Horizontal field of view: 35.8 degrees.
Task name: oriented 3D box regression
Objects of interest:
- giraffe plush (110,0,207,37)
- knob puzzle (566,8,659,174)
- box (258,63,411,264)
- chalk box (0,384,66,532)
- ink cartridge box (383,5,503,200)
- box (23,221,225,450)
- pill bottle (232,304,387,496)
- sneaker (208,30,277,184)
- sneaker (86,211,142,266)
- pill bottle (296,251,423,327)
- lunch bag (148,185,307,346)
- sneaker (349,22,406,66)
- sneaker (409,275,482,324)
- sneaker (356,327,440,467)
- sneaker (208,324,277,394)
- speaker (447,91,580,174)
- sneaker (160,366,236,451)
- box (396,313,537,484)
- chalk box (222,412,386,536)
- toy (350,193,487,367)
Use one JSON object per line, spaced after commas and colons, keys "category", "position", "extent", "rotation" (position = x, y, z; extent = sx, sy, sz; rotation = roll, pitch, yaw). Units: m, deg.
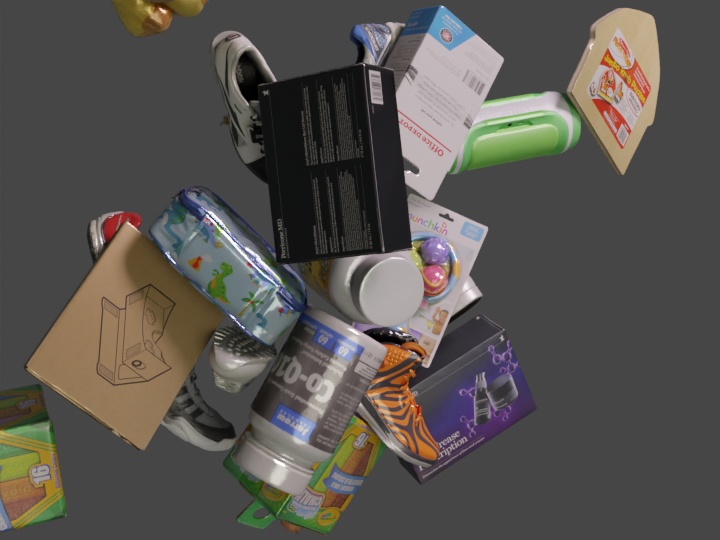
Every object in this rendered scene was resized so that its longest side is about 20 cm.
{"category": "giraffe plush", "position": [-0.230, -0.346, 1.190], "extent": [0.199, 0.162, 0.174], "rotation": [27, 94, -27]}
{"category": "knob puzzle", "position": [0.348, -0.264, 1.509], "extent": [0.218, 0.030, 0.223], "rotation": [-10, 104, -44]}
{"category": "box", "position": [-0.028, -0.115, 1.237], "extent": [0.079, 0.140, 0.203], "rotation": [-8, 92, -62]}
{"category": "chalk box", "position": [-0.451, 0.226, 1.277], "extent": [0.198, 0.124, 0.126], "rotation": [-12, 109, -19]}
{"category": "ink cartridge box", "position": [0.075, -0.198, 1.335], "extent": [0.115, 0.066, 0.202], "rotation": [33, 80, -31]}
{"category": "box", "position": [-0.257, 0.073, 1.255], "extent": [0.163, 0.021, 0.201], "rotation": [40, 63, -21]}
{"category": "pill bottle", "position": [-0.062, 0.153, 1.307], "extent": [0.113, 0.114, 0.201], "rotation": [30, 86, -27]}
{"category": "sneaker", "position": [-0.120, -0.183, 1.327], "extent": [0.074, 0.088, 0.201], "rotation": [-30, 116, -13]}
{"category": "sneaker", "position": [-0.258, 0.026, 1.307], "extent": [0.084, 0.077, 0.202], "rotation": [-17, 90, -13]}
{"category": "pill bottle", "position": [0.000, 0.000, 1.364], "extent": [0.111, 0.200, 0.114], "rotation": [-6, 108, -20]}
{"category": "lunch bag", "position": [-0.151, -0.011, 1.305], "extent": [0.200, 0.161, 0.083], "rotation": [44, 94, -5]}
{"category": "sneaker", "position": [0.004, -0.210, 1.385], "extent": [0.084, 0.077, 0.203], "rotation": [6, 94, -18]}
{"category": "sneaker", "position": [0.061, 0.060, 1.494], "extent": [0.199, 0.073, 0.085], "rotation": [-35, 80, -1]}
{"category": "sneaker", "position": [0.055, 0.154, 1.397], "extent": [0.112, 0.078, 0.200], "rotation": [-41, 110, 11]}
{"category": "sneaker", "position": [-0.148, 0.114, 1.344], "extent": [0.076, 0.200, 0.081], "rotation": [30, 94, 3]}
{"category": "speaker", "position": [0.184, -0.180, 1.453], "extent": [0.198, 0.088, 0.090], "rotation": [-12, 109, -19]}
{"category": "sneaker", "position": [-0.215, 0.139, 1.384], "extent": [0.199, 0.075, 0.114], "rotation": [35, 93, -24]}
{"category": "box", "position": [0.125, 0.176, 1.537], "extent": [0.199, 0.079, 0.142], "rotation": [-31, 112, -11]}
{"category": "chalk box", "position": [-0.080, 0.250, 1.426], "extent": [0.201, 0.123, 0.124], "rotation": [-57, 142, 0]}
{"category": "toy", "position": [0.076, 0.010, 1.438], "extent": [0.114, 0.047, 0.202], "rotation": [24, 85, 4]}
